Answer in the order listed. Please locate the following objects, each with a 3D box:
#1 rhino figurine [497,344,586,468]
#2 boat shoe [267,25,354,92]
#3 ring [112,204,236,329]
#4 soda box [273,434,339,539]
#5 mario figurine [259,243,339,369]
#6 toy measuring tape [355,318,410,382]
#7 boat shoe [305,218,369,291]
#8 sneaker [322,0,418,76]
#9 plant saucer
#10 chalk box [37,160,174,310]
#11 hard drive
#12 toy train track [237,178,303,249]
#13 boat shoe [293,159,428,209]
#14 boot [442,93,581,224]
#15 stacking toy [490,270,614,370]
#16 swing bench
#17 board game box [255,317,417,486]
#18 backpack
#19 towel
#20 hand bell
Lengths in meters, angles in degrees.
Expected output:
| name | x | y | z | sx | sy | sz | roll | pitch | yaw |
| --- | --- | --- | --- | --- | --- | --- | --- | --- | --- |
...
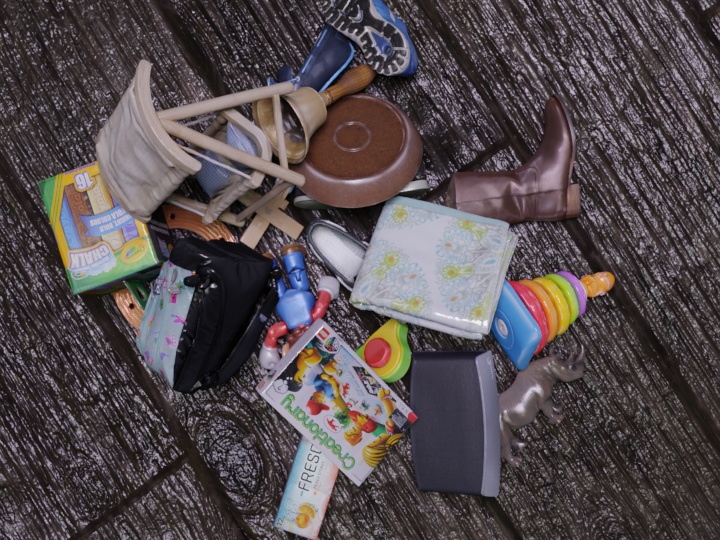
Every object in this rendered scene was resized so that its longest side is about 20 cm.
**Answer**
| name | x | y | z | sx | sy | sz | roll | pitch | yaw |
| --- | --- | --- | --- | --- | --- | --- | --- | --- | --- |
| rhino figurine | 0.254 | 0.181 | 1.020 | 0.087 | 0.060 | 0.200 | 44 | 90 | -1 |
| boat shoe | -0.096 | -0.268 | 1.022 | 0.069 | 0.084 | 0.201 | 44 | 75 | -18 |
| ring | -0.270 | 0.004 | 1.043 | 0.196 | 0.019 | 0.205 | 0 | 90 | -1 |
| soda box | -0.062 | 0.274 | 1.017 | 0.067 | 0.064 | 0.204 | 18 | 88 | 0 |
| mario figurine | -0.090 | 0.072 | 1.027 | 0.122 | 0.105 | 0.203 | -26 | 77 | 35 |
| toy measuring tape | 0.065 | 0.100 | 1.005 | 0.199 | 0.074 | 0.074 | -42 | 89 | 13 |
| boat shoe | 0.000 | 0.000 | 1.022 | 0.198 | 0.060 | 0.076 | 34 | 89 | 0 |
| sneaker | 0.017 | -0.353 | 1.026 | 0.078 | 0.089 | 0.202 | -38 | 72 | 22 |
| plant saucer | -0.011 | -0.180 | 0.991 | 0.196 | 0.035 | 0.203 | -2 | 58 | 3 |
| chalk box | -0.333 | -0.038 | 0.972 | 0.122 | 0.125 | 0.204 | -18 | 87 | 0 |
| hard drive | 0.129 | 0.217 | 1.004 | 0.133 | 0.042 | 0.204 | -3 | 87 | 26 |
| toy train track | -0.116 | -0.122 | 1.036 | 0.114 | 0.032 | 0.202 | 34 | 80 | -17 |
| boat shoe | -0.002 | -0.130 | 1.021 | 0.197 | 0.072 | 0.062 | -8 | 85 | -9 |
| boot | 0.211 | -0.151 | 1.028 | 0.196 | 0.064 | 0.190 | -8 | 88 | 4 |
| stacking toy | 0.282 | 0.043 | 1.010 | 0.197 | 0.117 | 0.111 | -22 | 60 | -16 |
| swing bench | -0.202 | -0.141 | 0.864 | 0.197 | 0.198 | 0.132 | -2 | 78 | -33 |
| board game box | -0.029 | 0.179 | 0.956 | 0.126 | 0.035 | 0.200 | -47 | 109 | -9 |
| backpack | -0.214 | 0.060 | 0.954 | 0.126 | 0.165 | 0.203 | 31 | 105 | 37 |
| towel | 0.101 | -0.007 | 0.961 | 0.196 | 0.048 | 0.173 | 14 | 62 | 16 |
| hand bell | -0.043 | -0.242 | 0.973 | 0.199 | 0.104 | 0.105 | -40 | 90 | -31 |
